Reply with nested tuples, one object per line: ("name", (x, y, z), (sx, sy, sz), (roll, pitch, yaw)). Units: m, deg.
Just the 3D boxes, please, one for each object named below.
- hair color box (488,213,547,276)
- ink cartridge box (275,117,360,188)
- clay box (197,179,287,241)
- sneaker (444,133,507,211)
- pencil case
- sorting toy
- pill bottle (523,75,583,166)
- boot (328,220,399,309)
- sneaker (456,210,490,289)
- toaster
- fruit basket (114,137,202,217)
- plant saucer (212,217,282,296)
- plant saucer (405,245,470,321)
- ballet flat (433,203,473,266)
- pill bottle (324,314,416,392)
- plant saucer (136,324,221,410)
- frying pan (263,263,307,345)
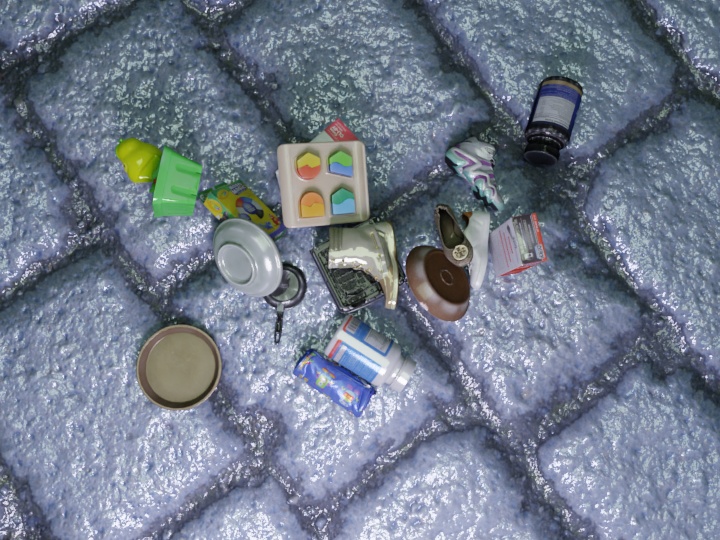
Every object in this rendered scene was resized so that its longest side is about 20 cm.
("hair color box", (0.362, -0.055, 1.409), (0.064, 0.200, 0.111), (-11, 83, -4))
("ink cartridge box", (-0.101, -0.250, 1.442), (0.200, 0.145, 0.083), (-42, 86, -8))
("clay box", (-0.282, -0.140, 1.437), (0.200, 0.115, 0.048), (45, 126, 3))
("sneaker", (0.322, -0.257, 1.497), (0.140, 0.078, 0.200), (-40, 86, -6))
("pencil case", (-0.059, 0.259, 1.407), (0.200, 0.078, 0.087), (33, 111, 2))
("sorting toy", (-0.080, -0.195, 1.352), (0.199, 0.036, 0.186), (-6, 98, -13))
("pill bottle", (0.476, -0.370, 1.503), (0.111, 0.112, 0.201), (18, 82, 0))
("boot", (0.005, -0.007, 1.332), (0.154, 0.072, 0.201), (-5, 77, -4))
("sneaker", (0.268, -0.051, 1.474), (0.084, 0.073, 0.201), (7, 71, 1))
("toaster", (0.000, 0.000, 1.426), (0.180, 0.119, 0.201), (-27, 84, -5))
("fruit basket", (-0.474, -0.215, 1.392), (0.214, 0.216, 0.156), (10, 82, -1))
("plant saucer", (-0.273, -0.021, 1.388), (0.200, 0.200, 0.050), (43, 39, 4))
("plant saucer", (0.193, 0.022, 1.413), (0.200, 0.037, 0.201), (22, 51, -30))
("ballet flat", (0.216, -0.091, 1.436), (0.067, 0.046, 0.201), (-22, 49, 11))
("pill bottle", (0.026, 0.198, 1.404), (0.200, 0.112, 0.113), (32, 82, 2))
("plant saucer", (-0.426, 0.228, 1.421), (0.199, 0.029, 0.201), (0, 83, -2))
("frying pan", (-0.204, 0.070, 1.455), (0.115, 0.031, 0.191), (28, 79, 3))
